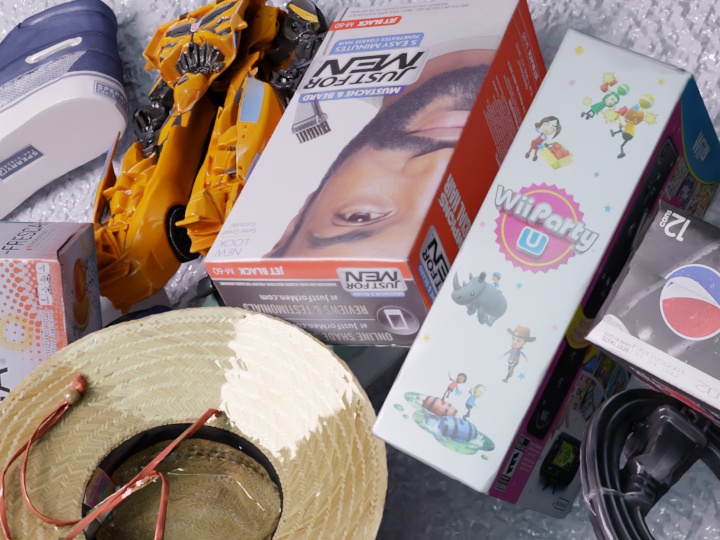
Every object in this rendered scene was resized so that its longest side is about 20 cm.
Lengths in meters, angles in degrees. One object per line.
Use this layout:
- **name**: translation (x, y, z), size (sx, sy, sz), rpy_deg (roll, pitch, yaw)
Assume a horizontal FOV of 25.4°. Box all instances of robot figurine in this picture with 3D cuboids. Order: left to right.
- **robot figurine**: translation (-0.085, -0.077, 0.875), size (0.144, 0.058, 0.201), rpy_deg (-18, 45, 31)

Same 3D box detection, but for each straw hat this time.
- **straw hat**: translation (-0.079, 0.117, 0.750), size (0.200, 0.085, 0.202), rpy_deg (-5, 58, 8)

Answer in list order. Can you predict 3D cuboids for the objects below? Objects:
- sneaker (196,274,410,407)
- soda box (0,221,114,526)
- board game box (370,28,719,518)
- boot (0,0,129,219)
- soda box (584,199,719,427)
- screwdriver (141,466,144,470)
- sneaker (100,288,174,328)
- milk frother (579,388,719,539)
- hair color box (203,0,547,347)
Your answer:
- **sneaker**: translation (0.000, 0.000, 0.837), size (0.200, 0.074, 0.119), rpy_deg (-38, 70, 14)
- **soda box**: translation (-0.167, 0.078, 0.815), size (0.068, 0.064, 0.201), rpy_deg (1, 108, 7)
- **board game box**: translation (0.096, 0.009, 0.749), size (0.064, 0.147, 0.201), rpy_deg (24, 87, 23)
- **boot**: translation (-0.227, -0.090, 0.985), size (0.199, 0.073, 0.091), rpy_deg (-23, 51, 17)
- **soda box**: translation (0.163, 0.037, 0.681), size (0.071, 0.200, 0.064), rpy_deg (28, 88, 29)
- **screwdriver**: translation (-0.087, 0.156, 0.788), size (0.029, 0.028, 0.201), rpy_deg (-21, 72, -24)
- **sneaker**: translation (-0.176, 0.056, 0.913), size (0.199, 0.080, 0.115), rpy_deg (-36, 52, 16)
- **milk frother**: translation (0.128, 0.171, 0.642), size (0.188, 0.180, 0.200), rpy_deg (-47, 72, 22)
- **hair color box**: translation (0.014, -0.054, 0.802), size (0.110, 0.064, 0.201), rpy_deg (-1, 46, 27)
